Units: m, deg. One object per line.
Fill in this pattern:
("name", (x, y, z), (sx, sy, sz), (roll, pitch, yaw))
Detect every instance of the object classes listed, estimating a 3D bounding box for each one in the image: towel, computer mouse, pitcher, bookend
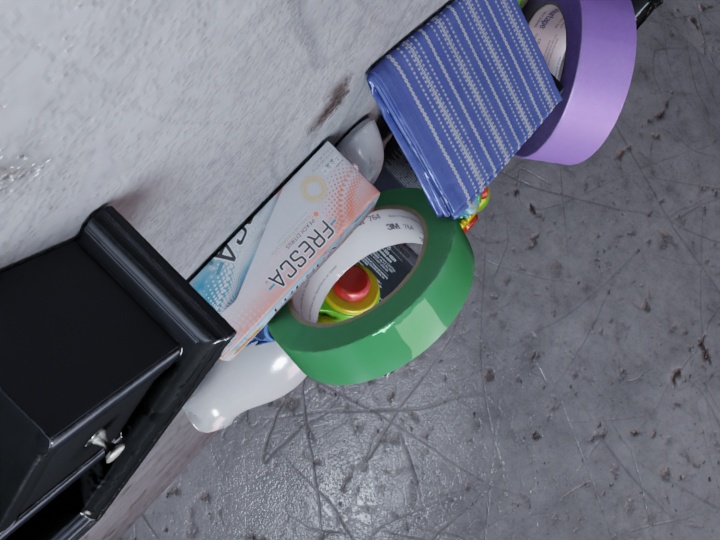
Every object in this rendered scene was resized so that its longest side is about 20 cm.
("towel", (0.098, -0.159, 0.620), (0.200, 0.146, 0.024), (-45, -156, -29))
("computer mouse", (-0.015, -0.086, 0.741), (0.110, 0.044, 0.200), (-45, 176, -22))
("pitcher", (-0.147, 0.143, 1.022), (0.199, 0.122, 0.171), (-41, 164, 8))
("bookend", (-0.183, 0.098, 0.313), (0.201, 0.092, 0.199), (-50, 175, 31))

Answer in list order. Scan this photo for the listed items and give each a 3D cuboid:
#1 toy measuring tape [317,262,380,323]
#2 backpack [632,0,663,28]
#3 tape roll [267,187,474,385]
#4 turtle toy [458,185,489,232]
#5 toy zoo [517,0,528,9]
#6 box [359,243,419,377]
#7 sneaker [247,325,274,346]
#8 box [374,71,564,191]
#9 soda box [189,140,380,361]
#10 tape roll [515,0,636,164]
("toy measuring tape", (0.000, 0.000, 0.785), (0.074, 0.073, 0.202), (-50, -169, 53))
("backpack", (0.471, -0.491, 1.352), (0.177, 0.151, 0.200), (-44, 170, -1))
("tape roll", (0.006, 0.009, 0.644), (0.198, 0.048, 0.202), (-23, -144, 18))
("turtle toy", (0.137, -0.109, 1.051), (0.146, 0.101, 0.200), (-48, 179, 36))
("toy zoo", (0.118, -0.245, 0.795), (0.200, 0.020, 0.131), (-46, 176, -27))
("box", (0.014, 0.012, 0.911), (0.132, 0.200, 0.115), (-46, 178, 11))
("sneaker", (-0.113, 0.052, 0.789), (0.074, 0.082, 0.200), (-47, 178, -26))
("box", (0.106, -0.142, 0.769), (0.148, 0.104, 0.200), (-46, 177, -25))
("soda box", (-0.072, -0.016, 0.616), (0.200, 0.068, 0.064), (-47, 177, -10))
("tape roll", (0.226, -0.225, 0.789), (0.200, 0.064, 0.205), (-175, -90, -78))
